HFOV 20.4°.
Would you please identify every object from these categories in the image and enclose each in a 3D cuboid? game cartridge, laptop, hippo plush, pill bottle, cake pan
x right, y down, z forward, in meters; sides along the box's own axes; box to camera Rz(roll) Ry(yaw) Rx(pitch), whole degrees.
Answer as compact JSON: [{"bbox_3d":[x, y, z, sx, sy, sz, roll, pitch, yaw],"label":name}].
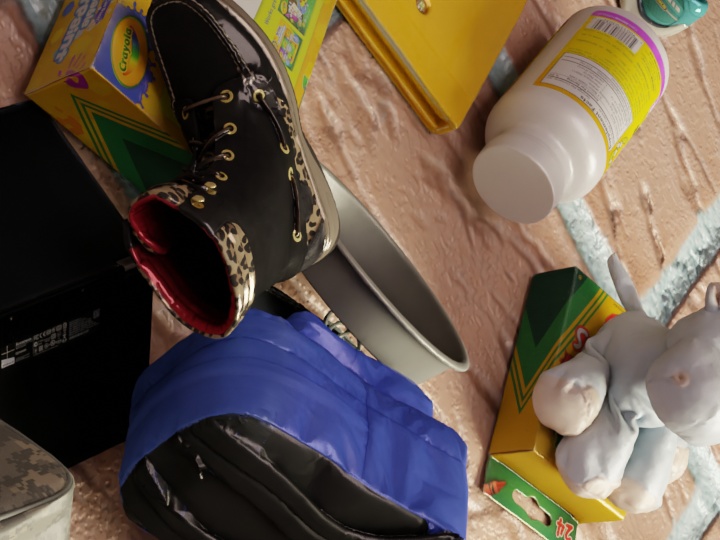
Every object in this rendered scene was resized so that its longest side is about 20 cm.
[{"bbox_3d":[0.057,-0.237,1.590,0.177,0.032,0.201,52,46,-26],"label":"game cartridge"},{"bbox_3d":[-0.232,0.023,1.239,0.187,0.115,0.202,-23,127,-46],"label":"laptop"},{"bbox_3d":[0.251,0.095,1.547,0.160,0.160,0.200,57,47,-20],"label":"hippo plush"},{"bbox_3d":[0.167,-0.124,1.625,0.200,0.104,0.105,-49,116,-40],"label":"pill bottle"},{"bbox_3d":[0.000,0.000,1.393,0.201,0.037,0.200,49,10,-12],"label":"cake pan"}]

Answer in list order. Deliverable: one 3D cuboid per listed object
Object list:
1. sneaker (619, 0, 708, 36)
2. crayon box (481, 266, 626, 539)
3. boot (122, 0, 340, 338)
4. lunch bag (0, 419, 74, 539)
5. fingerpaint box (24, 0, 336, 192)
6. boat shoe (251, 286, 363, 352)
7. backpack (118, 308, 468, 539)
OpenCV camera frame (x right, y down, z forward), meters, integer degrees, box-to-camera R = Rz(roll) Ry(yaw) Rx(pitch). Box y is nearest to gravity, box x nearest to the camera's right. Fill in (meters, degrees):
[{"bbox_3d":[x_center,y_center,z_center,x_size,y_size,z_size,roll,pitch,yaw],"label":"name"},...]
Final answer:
[{"bbox_3d":[0.278,-0.310,1.802,0.077,0.079,0.202,5,77,-46],"label":"sneaker"},{"bbox_3d":[0.173,0.115,1.616,0.127,0.051,0.201,37,57,-36],"label":"crayon box"},{"bbox_3d":[-0.094,-0.067,1.221,0.201,0.073,0.151,66,30,-16],"label":"boot"},{"bbox_3d":[-0.257,0.183,1.087,0.199,0.139,0.169,-20,128,-46],"label":"lunch bag"},{"bbox_3d":[-0.116,-0.153,1.351,0.167,0.073,0.201,41,51,-34],"label":"fingerpaint box"},{"bbox_3d":[-0.032,0.066,1.401,0.200,0.062,0.075,49,52,-27],"label":"boat shoe"},{"bbox_3d":[-0.054,0.117,1.277,0.199,0.162,0.169,31,35,-27],"label":"backpack"}]
